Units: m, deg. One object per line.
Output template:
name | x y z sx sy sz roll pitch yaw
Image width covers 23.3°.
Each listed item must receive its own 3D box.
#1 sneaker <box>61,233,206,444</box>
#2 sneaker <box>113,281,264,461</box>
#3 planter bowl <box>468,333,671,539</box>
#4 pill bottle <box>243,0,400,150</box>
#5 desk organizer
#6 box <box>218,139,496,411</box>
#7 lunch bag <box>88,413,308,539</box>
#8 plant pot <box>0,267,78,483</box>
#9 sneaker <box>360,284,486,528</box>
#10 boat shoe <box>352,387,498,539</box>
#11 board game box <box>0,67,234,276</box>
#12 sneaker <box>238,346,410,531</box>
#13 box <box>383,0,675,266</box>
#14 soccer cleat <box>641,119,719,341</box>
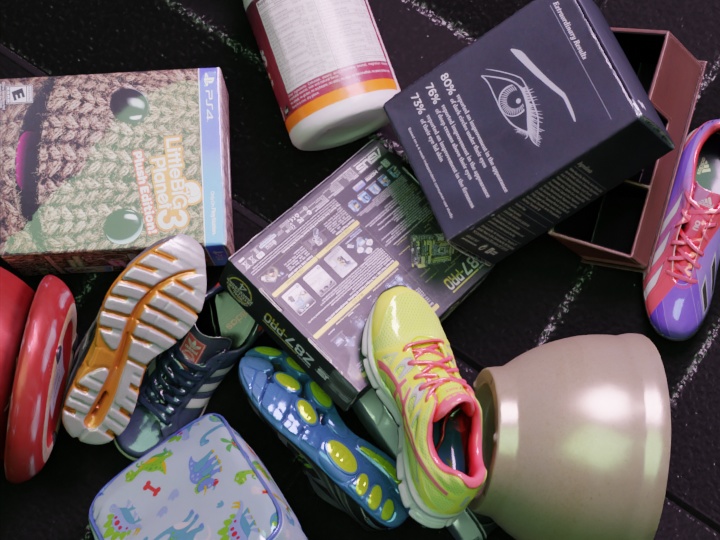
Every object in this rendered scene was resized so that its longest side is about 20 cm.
sneaker | -0.200 0.050 1.501 0.078 0.077 0.201 30 104 -19
sneaker | -0.150 0.079 1.528 0.075 0.085 0.201 36 83 6
planter bowl | 0.160 0.146 1.446 0.133 0.200 0.203 7 81 -9
pill bottle | -0.042 -0.219 1.563 0.108 0.110 0.202 -19 81 -3
desk organizer | 0.236 -0.108 1.547 0.071 0.077 0.202 10 79 37
box | 0.000 0.000 1.519 0.161 0.049 0.200 43 57 8
lunch bag | -0.137 0.224 1.457 0.160 0.200 0.083 -37 126 -4
plant pot | -0.342 0.084 1.473 0.180 0.200 0.203 11 81 -2
sneaker | 0.063 0.101 1.418 0.077 0.090 0.202 -8 72 -27
boat shoe | 0.057 0.146 1.522 0.068 0.074 0.200 -38 81 -10
board game box | -0.215 -0.086 1.549 0.197 0.097 0.161 -4 81 0
sneaker | -0.040 0.152 1.514 0.200 0.083 0.071 47 52 2
box | 0.144 -0.124 1.493 0.199 0.104 0.149 -31 66 18
soccer cleat | 0.297 -0.038 1.550 0.067 0.073 0.202 15 81 2
